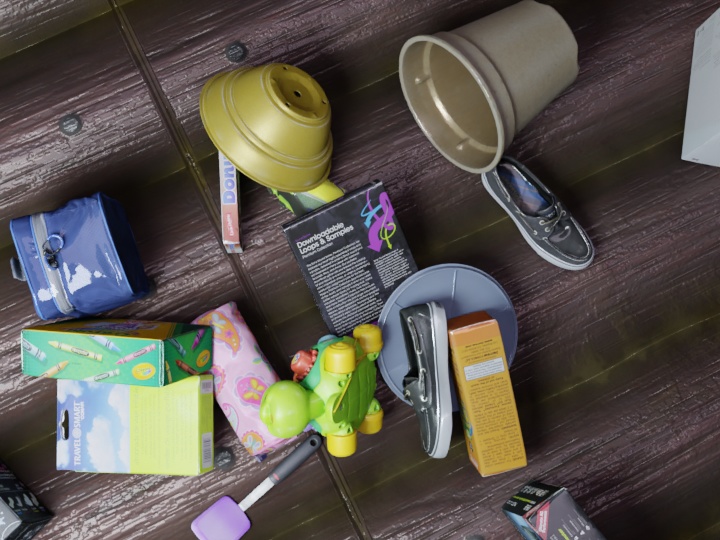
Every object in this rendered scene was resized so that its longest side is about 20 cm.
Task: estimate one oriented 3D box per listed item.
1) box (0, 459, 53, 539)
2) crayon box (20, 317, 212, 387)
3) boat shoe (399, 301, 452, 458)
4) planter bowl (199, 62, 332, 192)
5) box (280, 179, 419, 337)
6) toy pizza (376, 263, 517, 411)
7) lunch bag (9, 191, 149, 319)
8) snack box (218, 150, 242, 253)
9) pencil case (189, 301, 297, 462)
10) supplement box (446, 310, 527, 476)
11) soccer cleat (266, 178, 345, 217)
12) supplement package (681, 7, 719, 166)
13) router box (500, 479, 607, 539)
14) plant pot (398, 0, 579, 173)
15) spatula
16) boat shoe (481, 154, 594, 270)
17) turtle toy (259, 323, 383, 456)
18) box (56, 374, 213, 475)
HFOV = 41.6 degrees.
[{"bbox_3d":[-0.498,0.333,1.143,0.115,0.132,0.200,44,81,7],"label":"box"},{"bbox_3d":[-0.297,0.097,1.162,0.199,0.119,0.058,3,96,19],"label":"crayon box"},{"bbox_3d":[0.080,0.140,1.205,0.056,0.069,0.201,-3,93,-11],"label":"boat shoe"},{"bbox_3d":[-0.099,-0.205,1.221,0.200,0.083,0.201,24,45,-27],"label":"planter bowl"},{"bbox_3d":[0.000,0.000,1.238,0.143,0.036,0.200,-26,110,-7],"label":"box"},{"bbox_3d":[0.113,0.089,1.253,0.199,0.032,0.201,-2,99,-15],"label":"toy pizza"},{"bbox_3d":[-0.353,-0.011,1.172,0.132,0.200,0.136,-19,88,-4],"label":"lunch bag"},{"bbox_3d":[-0.175,-0.128,1.266,0.024,0.072,0.201,-3,82,-5],"label":"snack box"},{"bbox_3d":[-0.150,0.141,1.221,0.087,0.087,0.200,-32,84,-8],"label":"pencil case"},{"bbox_3d":[0.159,0.158,1.220,0.069,0.067,0.201,-16,100,-5],"label":"supplement box"},{"bbox_3d":[-0.068,-0.110,1.284,0.084,0.065,0.200,-28,81,-31],"label":"soccer cleat"},{"bbox_3d":[0.549,-0.252,1.293,0.150,0.152,0.201,10,81,-3],"label":"supplement package"},{"bbox_3d":[0.273,0.360,1.180,0.062,0.150,0.200,-38,85,-9],"label":"router box"},{"bbox_3d":[0.184,-0.263,1.264,0.183,0.200,0.201,-35,85,-19],"label":"plant pot"},{"bbox_3d":[-0.127,0.284,1.230,0.200,0.021,0.057,-40,84,-9],"label":"spatula"},{"bbox_3d":[0.246,-0.083,1.289,0.070,0.066,0.200,-39,85,-8],"label":"boat shoe"},{"bbox_3d":[-0.045,0.149,1.168,0.101,0.200,0.146,7,106,26],"label":"turtle toy"},{"bbox_3d":[-0.284,0.193,1.193,0.199,0.048,0.122,-2,86,17],"label":"box"}]
